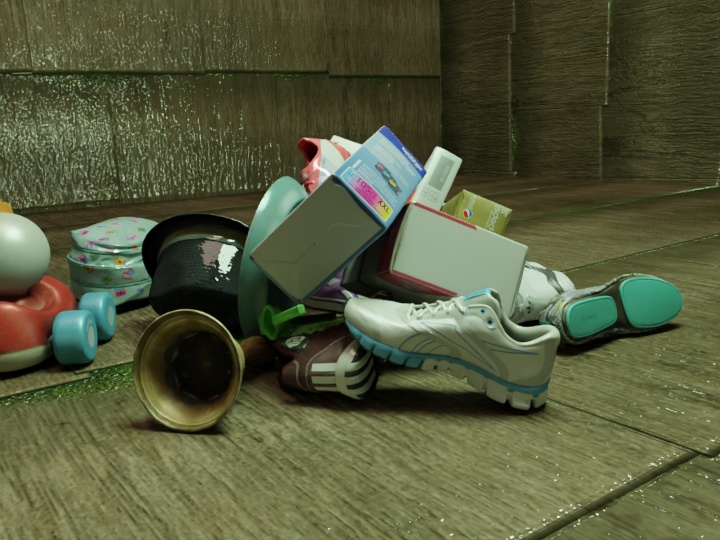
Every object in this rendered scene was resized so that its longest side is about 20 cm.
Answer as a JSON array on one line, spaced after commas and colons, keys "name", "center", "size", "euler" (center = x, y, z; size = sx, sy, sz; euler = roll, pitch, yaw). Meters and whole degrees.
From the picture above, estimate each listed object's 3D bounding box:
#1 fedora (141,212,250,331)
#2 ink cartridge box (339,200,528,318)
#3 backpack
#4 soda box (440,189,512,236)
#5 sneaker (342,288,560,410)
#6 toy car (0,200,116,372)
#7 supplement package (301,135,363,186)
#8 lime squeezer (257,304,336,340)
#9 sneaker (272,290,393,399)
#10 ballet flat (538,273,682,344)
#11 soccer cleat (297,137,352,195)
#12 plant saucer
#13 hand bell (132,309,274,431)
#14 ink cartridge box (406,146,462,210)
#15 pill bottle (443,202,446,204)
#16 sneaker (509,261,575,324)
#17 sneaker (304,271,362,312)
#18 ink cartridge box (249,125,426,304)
[{"name": "fedora", "center": [-0.195, 0.020, 0.874], "size": [0.199, 0.201, 0.092], "euler": [0, 42, 12]}, {"name": "ink cartridge box", "center": [0.075, -0.002, 0.792], "size": [0.146, 0.083, 0.200], "euler": [20, -10, -14]}, {"name": "backpack", "center": [-0.361, -0.014, 1.063], "size": [0.166, 0.127, 0.200], "euler": [6, 17, 22]}, {"name": "soda box", "center": [0.133, -0.050, 0.910], "size": [0.067, 0.064, 0.200], "euler": [22, -5, -3]}, {"name": "sneaker", "center": [0.083, 0.048, 0.617], "size": [0.199, 0.087, 0.075], "euler": [17, 24, 4]}, {"name": "toy car", "center": [-0.403, 0.003, 0.800], "size": [0.183, 0.201, 0.177], "euler": [-3, 11, -5]}, {"name": "supplement package", "center": [-0.001, -0.088, 1.057], "size": [0.121, 0.120, 0.200], "euler": [23, -21, 20]}, {"name": "lime squeezer", "center": [-0.074, 0.055, 0.720], "size": [0.070, 0.038, 0.200], "euler": [4, -6, 6]}, {"name": "sneaker", "center": [-0.029, 0.071, 0.715], "size": [0.115, 0.076, 0.200], "euler": [-4, 11, 15]}, {"name": "ballet flat", "center": [0.286, 0.043, 0.803], "size": [0.199, 0.072, 0.072], "euler": [-7, 12, -29]}, {"name": "soccer cleat", "center": [-0.046, -0.098, 0.895], "size": [0.076, 0.067, 0.201], "euler": [16, 45, -22]}, {"name": "plant saucer", "center": [-0.090, -0.009, 0.811], "size": [0.027, 0.201, 0.200], "euler": [11, 14, 12]}, {"name": "hand bell", "center": [-0.128, 0.088, 0.685], "size": [0.104, 0.105, 0.200], "euler": [0, -1, 13]}, {"name": "ink cartridge box", "center": [0.073, -0.072, 1.014], "size": [0.050, 0.163, 0.200], "euler": [27, -17, -5]}, {"name": "pill bottle", "center": [0.142, -0.070, 1.262], "size": [0.112, 0.113, 0.200], "euler": [-11, 15, -36]}, {"name": "sneaker", "center": [0.175, 0.021, 0.901], "size": [0.114, 0.076, 0.200], "euler": [-6, 15, -27]}, {"name": "sneaker", "center": [-0.001, 0.000, 0.952], "size": [0.199, 0.115, 0.073], "euler": [5, 12, 28]}, {"name": "ink cartridge box", "center": [-0.013, -0.068, 0.724], "size": [0.136, 0.076, 0.200], "euler": [-40, 10, 31]}]
